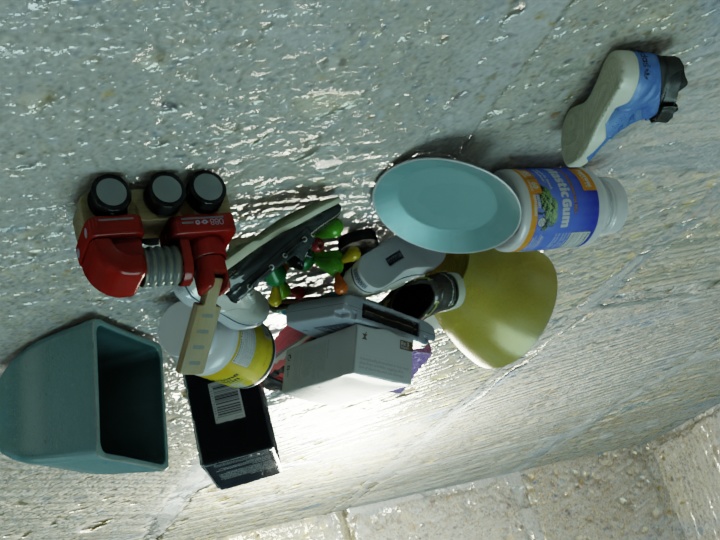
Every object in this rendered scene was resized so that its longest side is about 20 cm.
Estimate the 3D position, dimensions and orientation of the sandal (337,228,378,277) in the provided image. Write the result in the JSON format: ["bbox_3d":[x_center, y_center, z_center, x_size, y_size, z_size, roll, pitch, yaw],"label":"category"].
[{"bbox_3d":[-0.001,0.000,1.599,0.074,0.049,0.201,-16,159,-1],"label":"sandal"}]

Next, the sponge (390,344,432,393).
[{"bbox_3d":[0.007,0.144,1.709,0.198,0.030,0.112,10,135,-31],"label":"sponge"}]

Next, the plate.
[{"bbox_3d":[0.113,-0.089,1.418,0.197,0.026,0.201,10,146,6],"label":"plate"}]

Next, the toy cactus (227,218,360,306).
[{"bbox_3d":[-0.099,-0.009,1.466,0.163,0.104,0.200,6,159,-26],"label":"toy cactus"}]

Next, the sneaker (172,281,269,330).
[{"bbox_3d":[-0.176,0.034,1.515,0.070,0.074,0.199,-22,158,23],"label":"sneaker"}]

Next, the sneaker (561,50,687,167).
[{"bbox_3d":[0.328,-0.193,1.335,0.110,0.078,0.201,0,148,-15],"label":"sneaker"}]

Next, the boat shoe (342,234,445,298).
[{"bbox_3d":[0.044,-0.006,1.541,0.070,0.071,0.199,-35,176,43],"label":"boat shoe"}]

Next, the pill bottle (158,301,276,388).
[{"bbox_3d":[-0.213,0.106,1.609,0.111,0.113,0.200,-23,158,15],"label":"pill bottle"}]

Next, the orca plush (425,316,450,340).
[{"bbox_3d":[0.120,0.073,1.835,0.199,0.106,0.071,-39,-152,-14],"label":"orca plush"}]

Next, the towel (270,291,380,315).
[{"bbox_3d":[-0.037,0.062,1.723,0.145,0.022,0.199,-9,166,27],"label":"towel"}]

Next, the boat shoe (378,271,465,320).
[{"bbox_3d":[0.069,0.051,1.613,0.060,0.073,0.201,-4,163,-39],"label":"boat shoe"}]

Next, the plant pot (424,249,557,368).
[{"bbox_3d":[0.180,0.028,1.658,0.141,0.202,0.199,30,134,-30],"label":"plant pot"}]

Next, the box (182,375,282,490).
[{"bbox_3d":[-0.215,0.239,1.810,0.122,0.202,0.197,-13,159,-6],"label":"box"}]

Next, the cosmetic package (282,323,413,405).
[{"bbox_3d":[-0.020,0.138,1.548,0.101,0.075,0.199,15,160,-29],"label":"cosmetic package"}]

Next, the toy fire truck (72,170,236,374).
[{"bbox_3d":[-0.226,0.007,1.234,0.174,0.202,0.129,-5,156,-28],"label":"toy fire truck"}]

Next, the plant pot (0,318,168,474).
[{"bbox_3d":[-0.421,0.202,1.601,0.198,0.198,0.196,-12,161,17],"label":"plant pot"}]

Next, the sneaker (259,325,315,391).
[{"bbox_3d":[-0.092,0.108,1.722,0.199,0.088,0.073,-35,140,23],"label":"sneaker"}]

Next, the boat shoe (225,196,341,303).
[{"bbox_3d":[-0.096,-0.025,1.357,0.198,0.067,0.074,-34,-166,-30],"label":"boat shoe"}]

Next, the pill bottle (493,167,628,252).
[{"bbox_3d":[0.272,-0.087,1.507,0.198,0.113,0.112,-5,156,-29],"label":"pill bottle"}]

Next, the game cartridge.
[{"bbox_3d":[-0.004,0.078,1.542,0.132,0.042,0.199,-5,161,42],"label":"game cartridge"}]
